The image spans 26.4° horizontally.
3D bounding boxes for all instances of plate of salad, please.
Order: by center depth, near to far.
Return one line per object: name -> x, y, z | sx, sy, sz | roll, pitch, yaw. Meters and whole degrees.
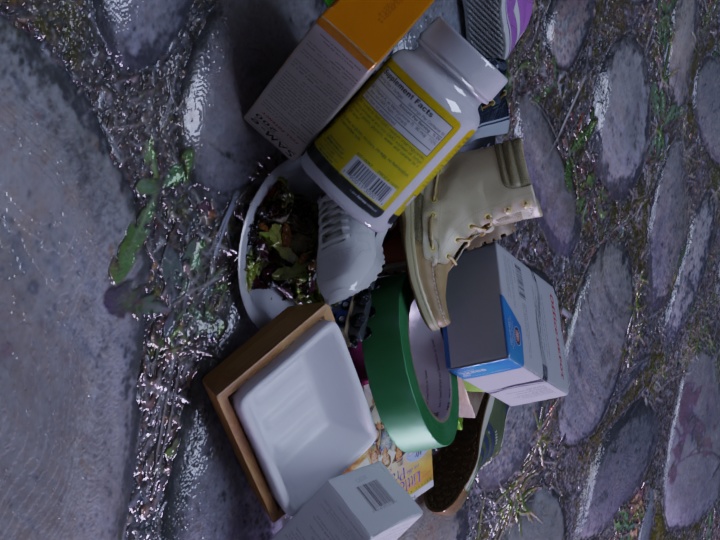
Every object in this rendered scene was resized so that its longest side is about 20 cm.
plate of salad -> -0.062, -0.023, 1.643 | 0.200, 0.048, 0.200 | -24, 120, -52

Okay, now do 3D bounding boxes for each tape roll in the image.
tape roll -> 0.058, 0.102, 1.724 | 0.200, 0.048, 0.201 | -12, 90, -73

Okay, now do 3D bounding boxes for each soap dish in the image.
soap dish -> -0.075, 0.146, 1.619 | 0.157, 0.081, 0.200 | -41, 134, -25

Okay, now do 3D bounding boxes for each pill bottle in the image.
pill bottle -> 0.045, -0.145, 1.520 | 0.200, 0.114, 0.114 | -47, 147, 8

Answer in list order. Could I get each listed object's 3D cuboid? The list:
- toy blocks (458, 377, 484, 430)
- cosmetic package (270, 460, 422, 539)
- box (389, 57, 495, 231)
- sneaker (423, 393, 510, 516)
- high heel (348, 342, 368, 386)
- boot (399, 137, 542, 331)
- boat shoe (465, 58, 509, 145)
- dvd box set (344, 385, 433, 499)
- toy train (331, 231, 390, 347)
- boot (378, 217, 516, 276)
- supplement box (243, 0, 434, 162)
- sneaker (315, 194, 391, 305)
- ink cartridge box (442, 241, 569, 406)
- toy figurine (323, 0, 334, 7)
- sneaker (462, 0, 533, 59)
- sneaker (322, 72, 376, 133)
toy blocks -> 0.123, 0.084, 1.937 | 0.137, 0.100, 0.200 | -65, 147, -41
cosmetic package -> -0.042, 0.303, 1.649 | 0.200, 0.081, 0.113 | -50, 160, 27
box -> 0.097, -0.142, 1.853 | 0.200, 0.050, 0.199 | -28, 121, -50
sneaker -> 0.152, 0.240, 2.032 | 0.090, 0.067, 0.200 | 42, 61, -48
high heel -> 0.025, 0.085, 1.765 | 0.200, 0.096, 0.067 | -19, 115, -53
boot -> 0.124, -0.041, 1.684 | 0.073, 0.155, 0.200 | 58, 24, -77
boat shoe -> 0.109, -0.195, 1.759 | 0.200, 0.071, 0.091 | -21, 113, -57
dvd box set -> 0.027, 0.201, 1.847 | 0.146, 0.029, 0.200 | -25, 121, -41
toy train -> 0.000, 0.000, 1.673 | 0.034, 0.046, 0.200 | 70, 25, -48
boot -> 0.067, -0.057, 1.759 | 0.075, 0.200, 0.107 | -140, -152, -85
supplement box -> -0.022, -0.210, 1.515 | 0.074, 0.200, 0.126 | 41, 54, -4
sneaker -> -0.018, -0.042, 1.603 | 0.081, 0.076, 0.200 | 59, 23, -28
ink cartridge box -> 0.172, 0.069, 1.853 | 0.200, 0.084, 0.145 | 32, 48, -57
toy figurine -> 0.055, -0.365, 1.668 | 0.184, 0.150, 0.200 | -20, 138, -64
sneaker -> 0.171, -0.363, 1.888 | 0.114, 0.073, 0.201 | -48, 146, -45
sneaker -> 0.023, -0.157, 1.665 | 0.091, 0.076, 0.200 | 41, 43, -5
